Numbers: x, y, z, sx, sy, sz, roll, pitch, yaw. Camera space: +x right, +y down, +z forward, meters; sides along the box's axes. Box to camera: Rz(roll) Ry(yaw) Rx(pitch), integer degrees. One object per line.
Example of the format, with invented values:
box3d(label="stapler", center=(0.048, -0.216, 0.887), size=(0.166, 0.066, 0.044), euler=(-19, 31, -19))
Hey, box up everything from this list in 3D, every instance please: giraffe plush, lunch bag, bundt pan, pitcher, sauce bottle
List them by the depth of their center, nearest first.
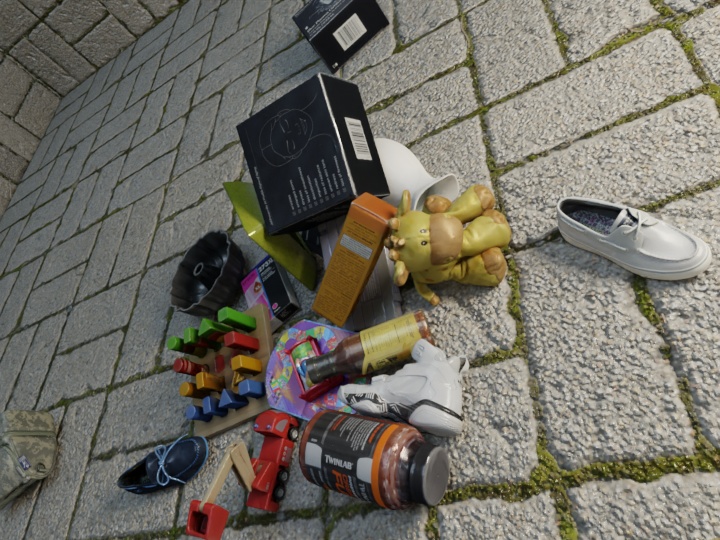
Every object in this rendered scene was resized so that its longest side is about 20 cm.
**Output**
box3d(label="giraffe plush", center=(0.108, -0.045, 0.767), size=(0.198, 0.162, 0.175), euler=(-29, 69, 23))
box3d(label="sauce bottle", center=(0.014, 0.122, 0.798), size=(0.197, 0.066, 0.067), euler=(-21, 49, 7))
box3d(label="pitcher", center=(0.052, -0.140, 0.945), size=(0.199, 0.121, 0.172), euler=(38, 87, 35))
box3d(label="bundt pan", center=(-0.332, 0.013, 1.160), size=(0.200, 0.076, 0.205), euler=(-23, 49, 30))
box3d(label="lunch bag", center=(-0.810, 0.443, 1.212), size=(0.199, 0.139, 0.169), euler=(-37, 61, 12))

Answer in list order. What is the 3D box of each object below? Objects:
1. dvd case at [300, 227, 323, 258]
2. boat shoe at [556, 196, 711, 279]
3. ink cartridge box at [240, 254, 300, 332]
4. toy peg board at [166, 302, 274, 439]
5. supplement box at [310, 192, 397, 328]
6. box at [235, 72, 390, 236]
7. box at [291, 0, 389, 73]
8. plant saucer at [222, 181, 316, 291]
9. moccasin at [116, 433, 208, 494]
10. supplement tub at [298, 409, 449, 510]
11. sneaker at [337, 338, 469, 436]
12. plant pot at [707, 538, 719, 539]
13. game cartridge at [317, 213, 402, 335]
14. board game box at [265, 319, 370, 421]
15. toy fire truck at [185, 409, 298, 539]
box3d(label="dvd case", center=(-0.066, -0.131, 1.007), size=(0.150, 0.024, 0.203), euler=(33, 117, 54))
box3d(label="boat shoe", center=(0.347, -0.052, 0.683), size=(0.072, 0.068, 0.200), euler=(-50, 44, -2))
box3d(label="ink cartridge box", center=(-0.192, 0.036, 1.073), size=(0.094, 0.037, 0.201), euler=(-40, 42, 10))
box3d(label="toy peg board", center=(-0.262, 0.178, 0.956), size=(0.198, 0.098, 0.202), euler=(-27, 59, 21))
box3d(label="supplement box", center=(-0.011, -0.013, 0.808), size=(0.068, 0.067, 0.202), euler=(26, 118, 9))
box3d(label="box", center=(-0.081, -0.187, 0.882), size=(0.194, 0.123, 0.203), euler=(-18, 89, 32))
box3d(label="box", center=(-0.058, -0.664, 1.387), size=(0.196, 0.117, 0.201), euler=(-38, 44, 10))
box3d(label="plant saucer", center=(-0.164, -0.079, 1.009), size=(0.048, 0.200, 0.200), euler=(-39, 45, 4))
box3d(label="moccasin", center=(-0.361, 0.364, 0.947), size=(0.199, 0.068, 0.081), euler=(-36, 58, 18))
box3d(label="supplement tub", center=(0.018, 0.255, 0.705), size=(0.198, 0.107, 0.108), euler=(-1, 60, 38))
box3d(label="sneaker", center=(0.064, 0.163, 0.758), size=(0.197, 0.075, 0.116), euler=(3, 63, 34))
box3d(label="plant pot", center=(0.284, 0.314, 0.419), size=(0.142, 0.198, 0.203), euler=(-26, 42, 57))
box3d(label="game cartridge", center=(0.000, 0.000, 0.896), size=(0.128, 0.038, 0.203), euler=(-15, 78, 24))
box3d(label="board game box", center=(-0.079, 0.161, 0.858), size=(0.197, 0.039, 0.160), euler=(11, 73, 27))
box3d(label="toy fire truck", center=(-0.171, 0.304, 0.794), size=(0.048, 0.141, 0.203), euler=(-7, 58, 34))
